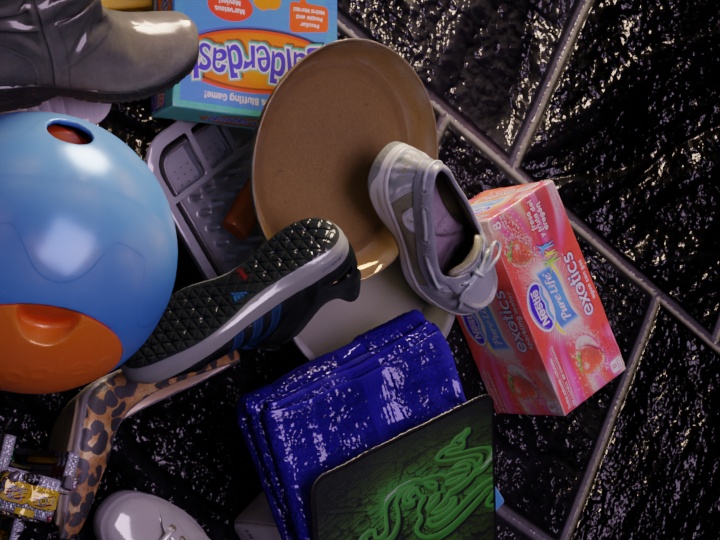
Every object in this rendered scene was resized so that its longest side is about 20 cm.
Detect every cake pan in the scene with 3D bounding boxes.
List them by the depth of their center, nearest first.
[{"bbox_3d":[0.000,0.000,1.269,0.199,0.037,0.201,3,84,-36],"label":"cake pan"}]

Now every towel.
[{"bbox_3d":[0.006,0.132,1.206,0.199,0.049,0.148,-25,96,-34],"label":"towel"}]

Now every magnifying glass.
[{"bbox_3d":[-0.059,-0.113,1.246,0.080,0.022,0.201,41,64,-26],"label":"magnifying glass"}]

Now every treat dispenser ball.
[{"bbox_3d":[-0.231,-0.013,1.054,0.200,0.200,0.202,4,84,-35],"label":"treat dispenser ball"}]

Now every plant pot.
[{"bbox_3d":[-0.016,-0.088,1.201,0.199,0.027,0.201,-13,109,-41],"label":"plant pot"}]

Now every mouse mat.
[{"bbox_3d":[0.040,0.202,1.213,0.199,0.008,0.162,-23,120,-36],"label":"mouse mat"}]

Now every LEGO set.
[{"bbox_3d":[-0.291,0.168,1.034,0.200,0.116,0.154,31,69,-29],"label":"LEGO set"}]

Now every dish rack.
[{"bbox_3d":[-0.089,-0.055,1.258,0.172,0.043,0.201,-40,108,-32],"label":"dish rack"}]

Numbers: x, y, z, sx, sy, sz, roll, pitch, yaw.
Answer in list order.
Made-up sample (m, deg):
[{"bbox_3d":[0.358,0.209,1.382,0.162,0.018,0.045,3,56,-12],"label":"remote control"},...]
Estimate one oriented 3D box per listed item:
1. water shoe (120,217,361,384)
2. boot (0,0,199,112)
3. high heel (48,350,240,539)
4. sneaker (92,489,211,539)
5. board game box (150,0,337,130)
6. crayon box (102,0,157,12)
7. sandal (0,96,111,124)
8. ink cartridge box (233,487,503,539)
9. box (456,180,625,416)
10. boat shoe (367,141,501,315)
[{"bbox_3d":[-0.087,0.041,1.136,0.199,0.072,0.079,-31,132,-2],"label":"water shoe"},{"bbox_3d":[-0.192,-0.182,1.044,0.199,0.131,0.068,-15,58,-30],"label":"boot"},{"bbox_3d":[-0.166,0.122,1.166,0.142,0.071,0.201,18,67,-27],"label":"high heel"},{"bbox_3d":[-0.124,0.246,1.181,0.200,0.085,0.073,46,64,-22],"label":"sneaker"},{"bbox_3d":[-0.092,-0.217,1.201,0.151,0.045,0.201,4,82,-32],"label":"board game box"},{"bbox_3d":[-0.232,-0.261,1.168,0.199,0.051,0.128,-15,94,-36],"label":"crayon box"},{"bbox_3d":[-0.292,-0.142,1.115,0.205,0.059,0.080,2,78,-14],"label":"sandal"},{"bbox_3d":[0.010,0.210,1.280,0.200,0.084,0.145,-42,109,-29],"label":"ink cartridge box"},{"bbox_3d":[0.153,0.028,1.390,0.094,0.102,0.201,-31,105,-33],"label":"box"},{"bbox_3d":[0.072,-0.027,1.234,0.075,0.065,0.202,-52,138,-22],"label":"boat shoe"}]
